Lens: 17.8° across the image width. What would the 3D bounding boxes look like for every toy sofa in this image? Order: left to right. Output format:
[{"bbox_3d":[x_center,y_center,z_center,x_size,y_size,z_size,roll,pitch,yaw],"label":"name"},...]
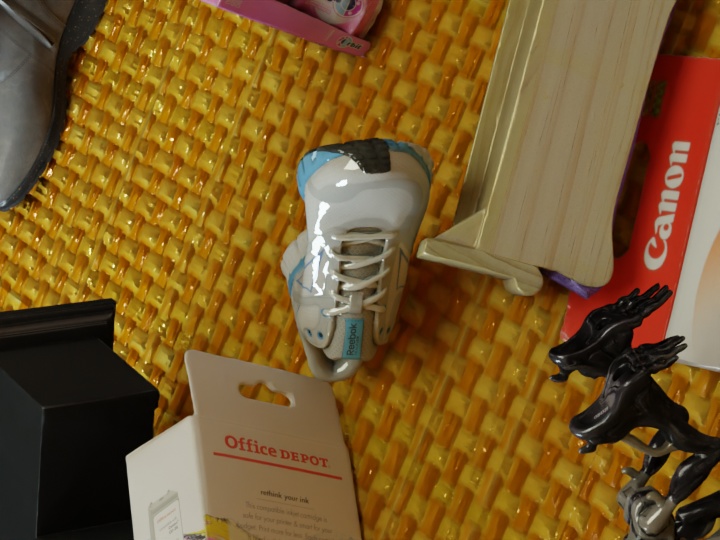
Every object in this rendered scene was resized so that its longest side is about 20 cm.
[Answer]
[{"bbox_3d":[0.099,-0.086,1.195,0.083,0.097,0.201,166,118,-87],"label":"toy sofa"}]

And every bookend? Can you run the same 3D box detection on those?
[{"bbox_3d":[-0.149,0.147,1.338,0.199,0.092,0.201,33,123,51],"label":"bookend"}]

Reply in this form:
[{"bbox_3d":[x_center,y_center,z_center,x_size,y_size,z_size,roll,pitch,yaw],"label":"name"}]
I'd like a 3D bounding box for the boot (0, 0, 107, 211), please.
[{"bbox_3d":[-0.263,-0.149,1.582,0.070,0.131,0.201,22,94,49],"label":"boot"}]

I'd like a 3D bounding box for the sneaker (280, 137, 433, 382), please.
[{"bbox_3d":[0.000,0.000,1.233,0.200,0.075,0.087,102,167,-63],"label":"sneaker"}]

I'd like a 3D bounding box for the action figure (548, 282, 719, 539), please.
[{"bbox_3d":[0.161,0.111,1.030,0.102,0.201,0.119,-25,21,3],"label":"action figure"}]

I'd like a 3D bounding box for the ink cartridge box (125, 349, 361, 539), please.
[{"bbox_3d":[-0.061,0.153,1.271,0.067,0.116,0.201,-32,54,39],"label":"ink cartridge box"}]

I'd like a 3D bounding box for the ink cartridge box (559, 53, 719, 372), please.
[{"bbox_3d":[0.174,-0.033,1.114,0.200,0.050,0.163,11,86,46],"label":"ink cartridge box"}]

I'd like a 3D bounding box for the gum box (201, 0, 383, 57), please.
[{"bbox_3d":[-0.080,-0.194,1.401,0.200,0.113,0.066,28,100,49],"label":"gum box"}]
